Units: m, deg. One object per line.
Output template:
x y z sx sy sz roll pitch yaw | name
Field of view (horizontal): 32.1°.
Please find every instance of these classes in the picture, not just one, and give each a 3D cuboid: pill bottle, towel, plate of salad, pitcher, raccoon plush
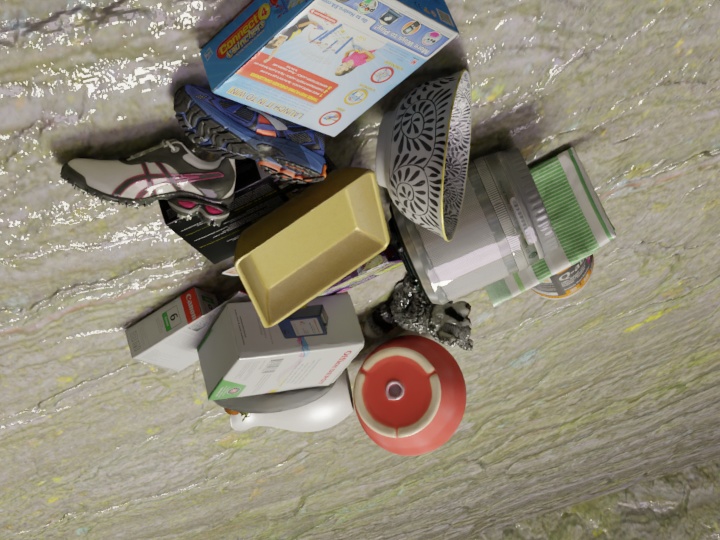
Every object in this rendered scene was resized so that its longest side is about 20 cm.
0.278 -0.040 1.860 0.115 0.118 0.200 -25 155 9 | pill bottle
0.241 -0.063 1.749 0.198 0.154 0.023 -28 167 14 | towel
-0.133 0.177 1.903 0.197 0.200 0.049 -12 112 -16 | plate of salad
-0.113 0.211 2.084 0.197 0.123 0.172 -10 176 3 | pitcher
0.101 0.095 1.967 0.096 0.135 0.200 -3 149 -34 | raccoon plush

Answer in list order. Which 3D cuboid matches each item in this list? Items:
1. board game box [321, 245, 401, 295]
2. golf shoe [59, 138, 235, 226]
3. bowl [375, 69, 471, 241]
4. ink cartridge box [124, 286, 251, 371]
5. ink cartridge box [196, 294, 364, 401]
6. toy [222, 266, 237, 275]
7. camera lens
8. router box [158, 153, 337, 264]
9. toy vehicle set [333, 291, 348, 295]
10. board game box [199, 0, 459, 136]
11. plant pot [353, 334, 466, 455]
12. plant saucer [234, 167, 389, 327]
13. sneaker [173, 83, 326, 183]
0.000 0.000 1.751 0.119 0.033 0.200 -29 176 10 | board game box
-0.237 -0.112 1.409 0.197 0.077 0.089 9 103 -22 | golf shoe
0.072 -0.140 1.480 0.093 0.203 0.201 7 158 12 | bowl
-0.224 0.070 1.781 0.199 0.051 0.109 -32 153 20 | ink cartridge box
-0.114 0.109 1.774 0.198 0.088 0.146 -3 152 -28 | ink cartridge box
-0.091 -0.005 1.681 0.114 0.048 0.200 -28 167 17 | toy
0.147 -0.058 1.674 0.198 0.162 0.160 -23 154 7 | camera lens
-0.130 -0.090 1.534 0.198 0.052 0.149 -25 156 8 | router box
-0.113 0.088 1.901 0.197 0.027 0.124 -16 163 -10 | toy vehicle set
-0.031 -0.239 1.312 0.195 0.056 0.199 -35 151 29 | board game box
0.070 0.200 2.035 0.198 0.203 0.177 -23 169 6 | plant pot
-0.065 -0.037 1.538 0.199 0.049 0.201 -35 155 -9 | plant saucer
-0.120 -0.163 1.389 0.199 0.080 0.075 23 158 -36 | sneaker
